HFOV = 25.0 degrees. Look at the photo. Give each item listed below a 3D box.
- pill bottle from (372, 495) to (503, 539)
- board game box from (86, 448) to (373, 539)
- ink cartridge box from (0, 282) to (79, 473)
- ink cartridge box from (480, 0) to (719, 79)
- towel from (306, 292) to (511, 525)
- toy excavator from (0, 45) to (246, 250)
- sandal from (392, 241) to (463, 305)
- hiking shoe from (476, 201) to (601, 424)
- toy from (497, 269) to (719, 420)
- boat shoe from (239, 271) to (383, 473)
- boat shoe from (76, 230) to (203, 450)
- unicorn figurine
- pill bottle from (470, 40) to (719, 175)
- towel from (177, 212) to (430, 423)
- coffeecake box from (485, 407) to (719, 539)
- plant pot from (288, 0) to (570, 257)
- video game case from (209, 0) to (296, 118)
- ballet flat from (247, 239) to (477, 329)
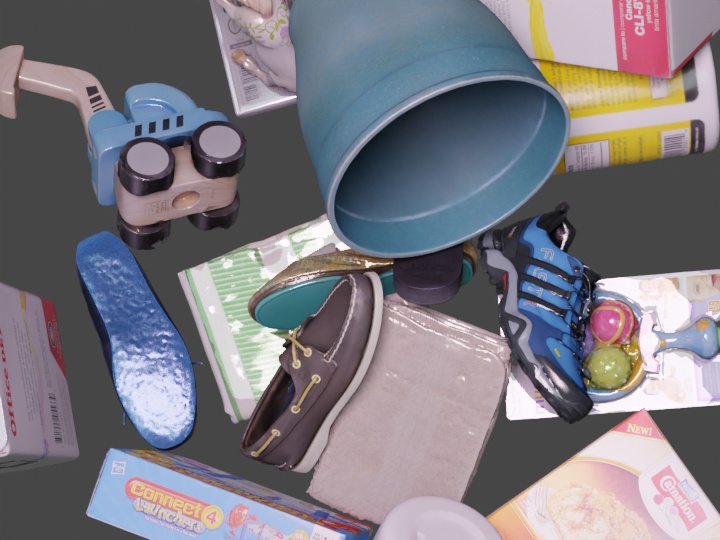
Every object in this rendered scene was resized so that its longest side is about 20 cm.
[{"bbox_3d":[0.037,0.282,1.301,0.110,0.111,0.201,32,129,10],"label":"pill bottle"},{"bbox_3d":[-0.099,0.204,1.320,0.199,0.196,0.056,19,85,8],"label":"board game box"},{"bbox_3d":[-0.311,0.092,1.357,0.082,0.200,0.147,-11,81,5],"label":"ink cartridge box"},{"bbox_3d":[0.192,-0.236,1.330,0.199,0.084,0.145,13,40,33],"label":"ink cartridge box"},{"bbox_3d":[0.042,0.127,1.369,0.132,0.034,0.201,23,107,10],"label":"towel"},{"bbox_3d":[-0.213,-0.124,1.425,0.193,0.100,0.201,-14,57,-18],"label":"toy excavator"},{"bbox_3d":[0.059,-0.055,1.353,0.076,0.043,0.201,-4,42,0],"label":"sandal"},{"bbox_3d":[0.160,0.029,1.336,0.086,0.074,0.201,-28,53,13],"label":"hiking shoe"},{"bbox_3d":[0.219,0.061,1.376,0.199,0.047,0.116,-4,80,6],"label":"toy"},{"bbox_3d":[-0.041,0.084,1.349,0.060,0.072,0.202,12,119,-23],"label":"boat shoe"},{"bbox_3d":[-0.187,0.061,1.417,0.084,0.069,0.201,-15,76,-9],"label":"boat shoe"},{"bbox_3d":[-0.062,-0.192,1.391,0.137,0.200,0.074,34,93,37],"label":"unicorn figurine"},{"bbox_3d":[0.195,-0.143,1.372,0.199,0.114,0.115,-8,82,5],"label":"pill bottle"},{"bbox_3d":[-0.045,0.034,1.425,0.199,0.023,0.153,-21,82,2],"label":"towel"},{"bbox_3d":[0.197,0.234,1.343,0.200,0.073,0.154,-35,79,1],"label":"coffeecake box"},{"bbox_3d":[0.034,-0.146,1.268,0.199,0.200,0.189,-27,59,3],"label":"plant pot"},{"bbox_3d":[-0.031,-0.230,1.458,0.199,0.018,0.144,-14,81,5],"label":"video game case"},{"bbox_3d":[0.000,0.000,1.385,0.199,0.071,0.071,-13,81,1],"label":"ballet flat"}]
